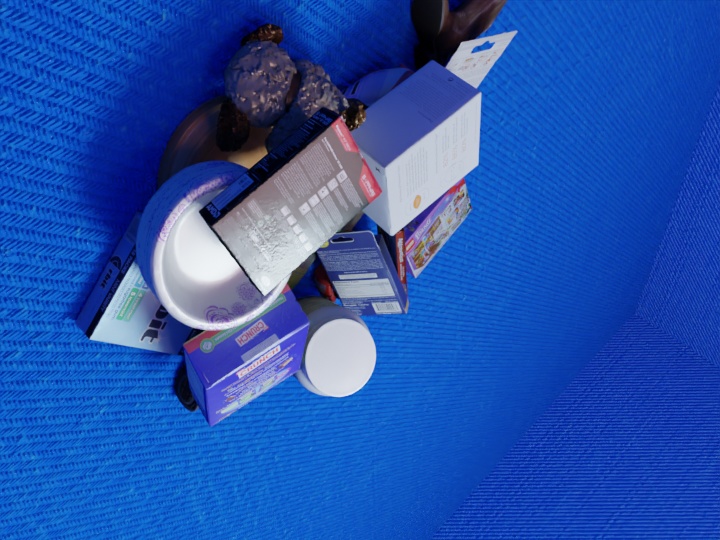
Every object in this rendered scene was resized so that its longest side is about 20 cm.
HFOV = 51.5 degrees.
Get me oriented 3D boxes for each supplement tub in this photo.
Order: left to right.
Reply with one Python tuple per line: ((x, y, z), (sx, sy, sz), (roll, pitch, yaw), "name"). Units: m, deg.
((-0.063, 0.127, 1.264), (0.141, 0.199, 0.150), (-2, 96, -19), "supplement tub")

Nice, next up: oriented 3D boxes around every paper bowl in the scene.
((-0.185, -0.037, 0.944), (0.197, 0.104, 0.206), (-16, 119, -31), "paper bowl")

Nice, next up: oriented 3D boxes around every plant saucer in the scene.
((-0.187, -0.139, 1.023), (0.199, 0.032, 0.204), (-36, 144, -30), "plant saucer")

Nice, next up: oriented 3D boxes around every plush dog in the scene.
((-0.098, -0.214, 0.954), (0.169, 0.159, 0.205), (24, 73, -31), "plush dog")

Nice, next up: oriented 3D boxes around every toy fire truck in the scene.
((-0.013, -0.051, 1.346), (0.200, 0.048, 0.142), (-44, 148, -17), "toy fire truck")

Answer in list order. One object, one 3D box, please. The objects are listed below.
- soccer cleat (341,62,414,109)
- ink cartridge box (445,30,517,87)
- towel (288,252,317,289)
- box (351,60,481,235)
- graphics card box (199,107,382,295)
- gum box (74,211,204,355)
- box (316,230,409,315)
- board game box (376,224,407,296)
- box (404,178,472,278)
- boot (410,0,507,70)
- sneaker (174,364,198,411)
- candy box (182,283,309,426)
((0.004, -0.267, 1.153), (0.196, 0.074, 0.069), (-21, 153, -20), "soccer cleat")
((0.153, -0.327, 1.248), (0.159, 0.050, 0.201), (-26, 159, -40), "ink cartridge box")
((-0.100, -0.063, 1.234), (0.203, 0.023, 0.143), (-60, 151, 8), "towel")
((0.078, -0.185, 1.125), (0.199, 0.106, 0.154), (-38, 149, -19), "box")
((-0.080, -0.082, 0.894), (0.199, 0.051, 0.126), (-42, 131, -9), "graphics card box")
((-0.274, 0.027, 1.045), (0.172, 0.044, 0.199), (-59, 149, 4), "gum box")
((0.000, 0.000, 1.271), (0.202, 0.118, 0.033), (65, 32, -42), "box")
((0.055, -0.033, 1.310), (0.019, 0.104, 0.203), (-19, 141, -10), "board game box")
((0.149, -0.098, 1.544), (0.201, 0.039, 0.137), (-49, 150, -11), "box")
((0.170, -0.435, 1.214), (0.199, 0.064, 0.188), (-40, 160, -20), "boot")
((-0.231, 0.131, 1.199), (0.090, 0.076, 0.202), (-16, 141, -56), "sneaker")
((-0.163, 0.125, 1.066), (0.167, 0.078, 0.201), (-31, 164, -22), "candy box")
